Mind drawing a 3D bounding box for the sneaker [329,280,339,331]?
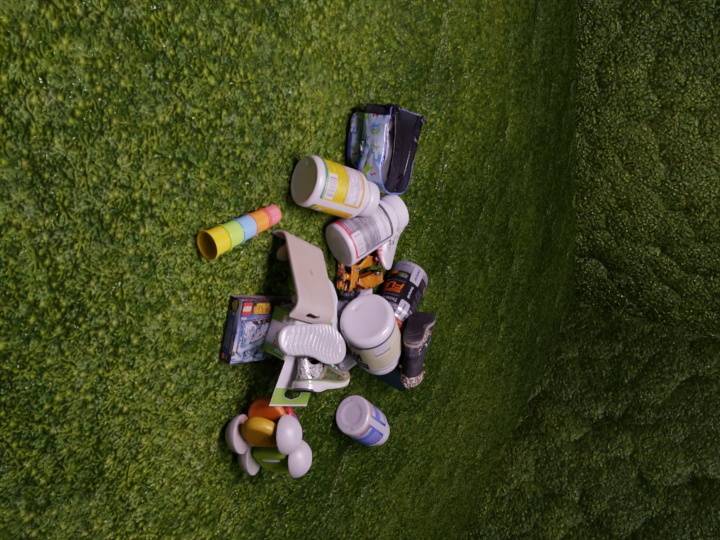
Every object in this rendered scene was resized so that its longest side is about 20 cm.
[{"bbox_3d":[-0.088,0.116,1.481,0.089,0.073,0.206,-100,-177,-83],"label":"sneaker"}]

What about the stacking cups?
[{"bbox_3d":[-0.239,-0.089,1.176,0.199,0.059,0.062,-39,133,-48],"label":"stacking cups"}]

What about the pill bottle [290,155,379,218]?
[{"bbox_3d":[-0.052,-0.183,1.325,0.197,0.111,0.116,10,95,-42],"label":"pill bottle"}]

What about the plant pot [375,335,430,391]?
[{"bbox_3d":[0.114,0.274,1.760,0.143,0.139,0.202,-56,162,-29],"label":"plant pot"}]

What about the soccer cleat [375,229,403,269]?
[{"bbox_3d":[0.081,-0.101,1.563,0.068,0.083,0.205,37,48,-48],"label":"soccer cleat"}]

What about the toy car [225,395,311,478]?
[{"bbox_3d":[-0.200,0.372,1.335,0.152,0.170,0.203,-75,157,-48],"label":"toy car"}]

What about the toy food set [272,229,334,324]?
[{"bbox_3d":[-0.131,0.017,1.297,0.143,0.059,0.205,26,45,-57],"label":"toy food set"}]

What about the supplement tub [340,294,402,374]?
[{"bbox_3d":[0.034,0.173,1.524,0.147,0.142,0.202,-57,151,-24],"label":"supplement tub"}]

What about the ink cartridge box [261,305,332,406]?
[{"bbox_3d":[-0.156,0.197,1.324,0.147,0.074,0.205,20,88,-58],"label":"ink cartridge box"}]

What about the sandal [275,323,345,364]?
[{"bbox_3d":[-0.109,0.153,1.264,0.200,0.049,0.085,21,69,-45],"label":"sandal"}]

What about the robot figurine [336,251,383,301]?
[{"bbox_3d":[0.000,0.000,1.565,0.198,0.057,0.149,-16,115,-54],"label":"robot figurine"}]

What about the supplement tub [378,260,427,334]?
[{"bbox_3d":[0.111,0.084,1.688,0.203,0.120,0.124,-63,146,-32],"label":"supplement tub"}]

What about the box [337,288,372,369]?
[{"bbox_3d":[-0.025,0.165,1.610,0.155,0.040,0.206,-28,127,-50],"label":"box"}]

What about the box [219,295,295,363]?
[{"bbox_3d":[-0.219,0.128,1.303,0.198,0.039,0.141,5,99,-57],"label":"box"}]

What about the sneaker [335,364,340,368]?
[{"bbox_3d":[-0.119,0.251,1.478,0.088,0.075,0.200,-52,137,-8],"label":"sneaker"}]

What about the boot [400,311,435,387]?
[{"bbox_3d":[0.156,0.213,1.602,0.200,0.071,0.155,-51,147,-64],"label":"boot"}]

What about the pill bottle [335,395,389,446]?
[{"bbox_3d":[0.014,0.452,1.722,0.114,0.110,0.200,-63,146,-17],"label":"pill bottle"}]

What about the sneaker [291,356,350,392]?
[{"bbox_3d":[-0.083,0.223,1.324,0.199,0.075,0.092,5,84,-63],"label":"sneaker"}]

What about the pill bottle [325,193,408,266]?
[{"bbox_3d":[0.019,-0.108,1.460,0.198,0.113,0.116,-33,131,-27],"label":"pill bottle"}]

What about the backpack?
[{"bbox_3d":[0.057,-0.297,1.448,0.181,0.144,0.206,-3,102,-56],"label":"backpack"}]
